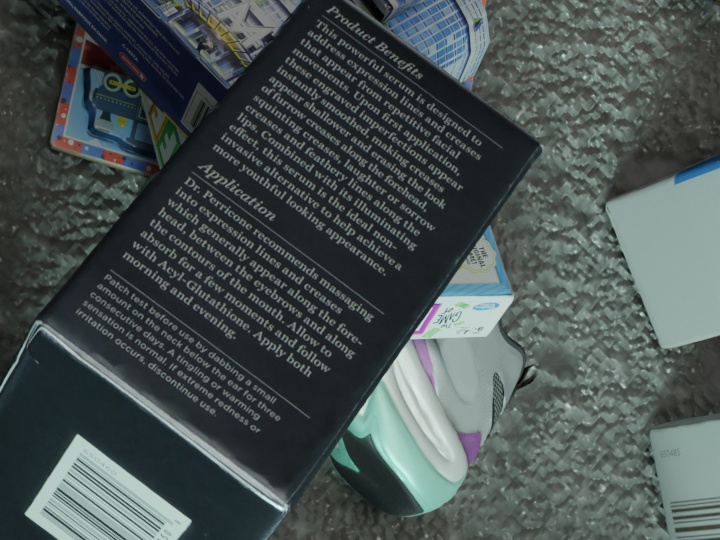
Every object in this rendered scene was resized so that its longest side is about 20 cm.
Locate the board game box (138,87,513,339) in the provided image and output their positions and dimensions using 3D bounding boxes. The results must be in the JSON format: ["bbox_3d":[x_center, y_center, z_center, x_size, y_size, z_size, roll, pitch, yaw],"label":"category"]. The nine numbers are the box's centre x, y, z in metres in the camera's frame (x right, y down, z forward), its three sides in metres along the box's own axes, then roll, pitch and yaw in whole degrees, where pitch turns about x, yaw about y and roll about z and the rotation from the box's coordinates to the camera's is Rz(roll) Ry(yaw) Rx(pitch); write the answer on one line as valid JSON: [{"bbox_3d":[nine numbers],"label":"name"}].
[{"bbox_3d":[-0.024,-0.061,1.104,0.134,0.034,0.200,-1,56,-25],"label":"board game box"}]

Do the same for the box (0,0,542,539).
[{"bbox_3d":[-0.045,0.020,0.919,0.107,0.148,0.200,37,52,0],"label":"box"}]

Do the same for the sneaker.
[{"bbox_3d":[0.000,0.000,1.146,0.200,0.078,0.140,49,64,-14],"label":"sneaker"}]

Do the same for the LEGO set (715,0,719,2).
[{"bbox_3d":[0.155,-0.217,1.227,0.200,0.116,0.154,25,72,-19],"label":"LEGO set"}]

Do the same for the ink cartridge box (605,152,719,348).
[{"bbox_3d":[0.246,-0.041,1.221,0.200,0.146,0.084,-21,89,-25],"label":"ink cartridge box"}]

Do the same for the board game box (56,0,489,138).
[{"bbox_3d":[-0.037,-0.154,1.104,0.200,0.062,0.200,46,51,13],"label":"board game box"}]

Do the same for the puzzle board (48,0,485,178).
[{"bbox_3d":[-0.037,-0.102,1.177,0.200,0.017,0.151,16,75,-21],"label":"puzzle board"}]

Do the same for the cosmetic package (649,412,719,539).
[{"bbox_3d":[0.274,0.133,1.192,0.200,0.165,0.165,-9,86,-25],"label":"cosmetic package"}]
